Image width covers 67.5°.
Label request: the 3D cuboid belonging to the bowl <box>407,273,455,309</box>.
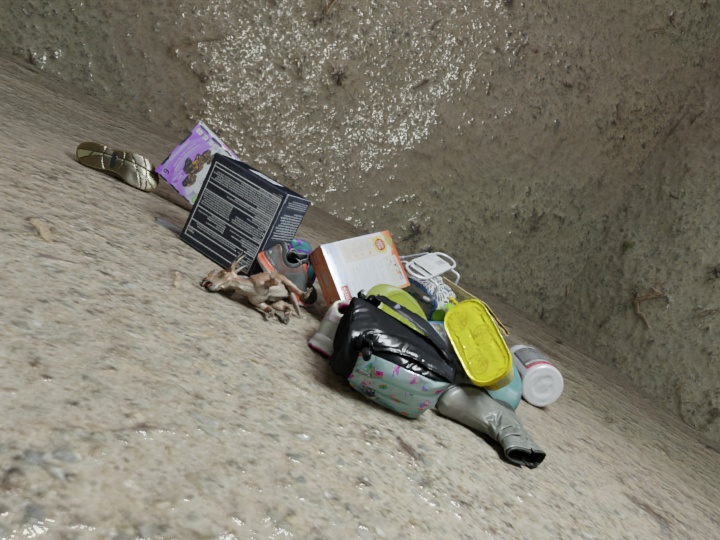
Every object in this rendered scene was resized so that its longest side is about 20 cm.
[{"bbox_3d":[0.194,0.077,1.450,0.200,0.094,0.202,42,-23,23],"label":"bowl"}]

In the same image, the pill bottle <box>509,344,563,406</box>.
[{"bbox_3d":[0.453,0.270,1.439,0.110,0.112,0.200,27,10,-6],"label":"pill bottle"}]

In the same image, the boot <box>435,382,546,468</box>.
[{"bbox_3d":[0.234,0.274,0.947,0.198,0.068,0.131,22,17,-27],"label":"boot"}]

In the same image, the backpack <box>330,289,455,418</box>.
[{"bbox_3d":[0.053,0.145,0.882,0.198,0.127,0.168,28,32,-10],"label":"backpack"}]

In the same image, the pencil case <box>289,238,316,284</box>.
[{"bbox_3d":[-0.151,-0.020,1.298,0.093,0.085,0.200,54,2,-16],"label":"pencil case"}]

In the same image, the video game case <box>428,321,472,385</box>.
[{"bbox_3d":[0.205,0.176,1.145,0.198,0.018,0.145,5,56,-33],"label":"video game case"}]

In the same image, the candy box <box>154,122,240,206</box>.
[{"bbox_3d":[-0.397,-0.251,1.401,0.200,0.168,0.072,44,4,-19],"label":"candy box"}]

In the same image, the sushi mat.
[{"bbox_3d":[0.238,0.073,1.141,0.096,0.012,0.200,47,-2,-22],"label":"sushi mat"}]

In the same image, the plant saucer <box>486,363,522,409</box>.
[{"bbox_3d":[0.319,0.225,1.258,0.199,0.036,0.201,38,28,-24],"label":"plant saucer"}]

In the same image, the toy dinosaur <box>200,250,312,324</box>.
[{"bbox_3d":[-0.179,0.028,1.000,0.135,0.087,0.199,27,1,37],"label":"toy dinosaur"}]

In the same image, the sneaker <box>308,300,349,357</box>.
[{"bbox_3d":[-0.025,0.102,1.013,0.081,0.089,0.200,29,9,8],"label":"sneaker"}]

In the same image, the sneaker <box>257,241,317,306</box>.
[{"bbox_3d":[-0.128,0.008,1.113,0.077,0.082,0.200,56,6,35],"label":"sneaker"}]

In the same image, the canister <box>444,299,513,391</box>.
[{"bbox_3d":[0.234,0.153,1.038,0.150,0.086,0.200,66,9,24],"label":"canister"}]

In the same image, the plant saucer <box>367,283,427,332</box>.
[{"bbox_3d":[0.079,0.116,1.023,0.199,0.031,0.203,28,50,-38],"label":"plant saucer"}]

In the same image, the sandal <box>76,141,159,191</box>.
[{"bbox_3d":[-0.603,-0.262,1.349,0.198,0.082,0.054,20,-10,-24],"label":"sandal"}]

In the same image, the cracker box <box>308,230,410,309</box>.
[{"bbox_3d":[0.000,0.000,1.148,0.198,0.057,0.136,-15,80,-41],"label":"cracker box"}]

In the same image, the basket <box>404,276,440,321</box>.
[{"bbox_3d":[0.100,0.085,1.307,0.176,0.140,0.199,35,3,37],"label":"basket"}]

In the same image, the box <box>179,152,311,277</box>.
[{"bbox_3d":[-0.246,-0.110,1.152,0.198,0.200,0.123,31,9,16],"label":"box"}]

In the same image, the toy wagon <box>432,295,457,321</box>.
[{"bbox_3d":[0.216,0.152,1.261,0.155,0.039,0.202,44,33,-38],"label":"toy wagon"}]

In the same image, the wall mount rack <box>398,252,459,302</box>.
[{"bbox_3d":[0.136,-0.002,1.285,0.173,0.075,0.199,36,29,24],"label":"wall mount rack"}]
